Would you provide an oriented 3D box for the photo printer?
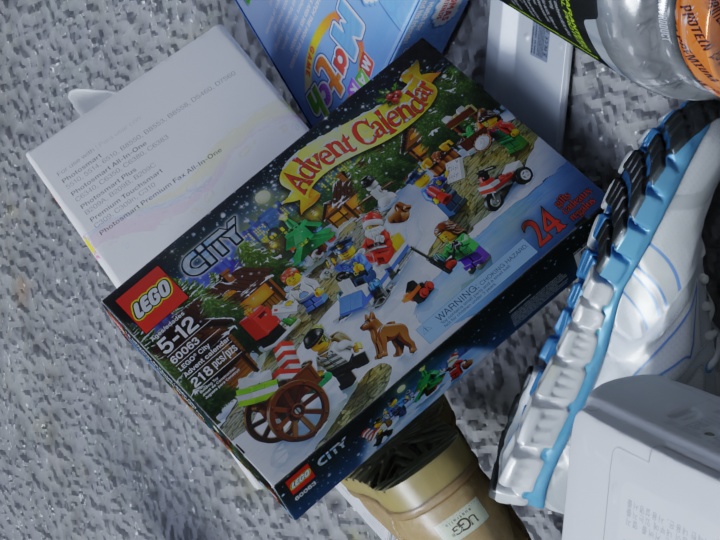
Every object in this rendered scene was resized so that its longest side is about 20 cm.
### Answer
[{"bbox_3d":[0.151,0.161,0.939,0.166,0.069,0.200,24,118,44],"label":"photo printer"}]

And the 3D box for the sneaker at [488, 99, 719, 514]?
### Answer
[{"bbox_3d":[0.130,0.023,1.004,0.075,0.087,0.200,-74,6,-70],"label":"sneaker"}]

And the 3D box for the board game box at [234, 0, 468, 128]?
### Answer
[{"bbox_3d":[-0.021,-0.174,1.193,0.200,0.037,0.151,60,145,27],"label":"board game box"}]

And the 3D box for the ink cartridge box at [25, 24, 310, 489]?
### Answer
[{"bbox_3d":[-0.068,-0.017,1.196,0.200,0.125,0.129,52,174,35],"label":"ink cartridge box"}]

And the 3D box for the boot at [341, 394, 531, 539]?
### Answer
[{"bbox_3d":[0.070,0.164,1.109,0.200,0.066,0.175,56,-178,-8],"label":"boot"}]

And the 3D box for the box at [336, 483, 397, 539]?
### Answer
[{"bbox_3d":[-0.005,0.088,1.258,0.200,0.039,0.041,44,134,42],"label":"box"}]

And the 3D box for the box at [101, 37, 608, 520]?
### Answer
[{"bbox_3d":[0.000,0.000,1.063,0.137,0.200,0.038,43,168,32],"label":"box"}]

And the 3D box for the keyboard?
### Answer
[{"bbox_3d":[0.080,-0.112,1.082,0.056,0.011,0.200,30,126,44],"label":"keyboard"}]

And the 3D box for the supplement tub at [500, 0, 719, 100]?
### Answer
[{"bbox_3d":[0.109,-0.144,0.913,0.200,0.122,0.123,40,133,45],"label":"supplement tub"}]
